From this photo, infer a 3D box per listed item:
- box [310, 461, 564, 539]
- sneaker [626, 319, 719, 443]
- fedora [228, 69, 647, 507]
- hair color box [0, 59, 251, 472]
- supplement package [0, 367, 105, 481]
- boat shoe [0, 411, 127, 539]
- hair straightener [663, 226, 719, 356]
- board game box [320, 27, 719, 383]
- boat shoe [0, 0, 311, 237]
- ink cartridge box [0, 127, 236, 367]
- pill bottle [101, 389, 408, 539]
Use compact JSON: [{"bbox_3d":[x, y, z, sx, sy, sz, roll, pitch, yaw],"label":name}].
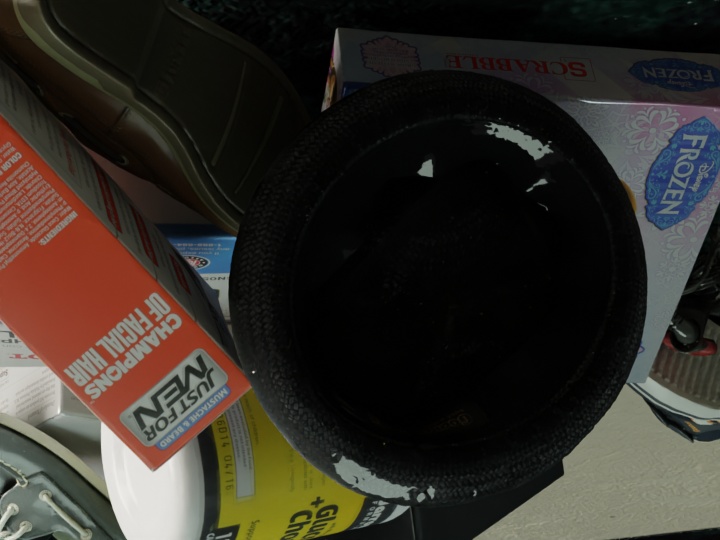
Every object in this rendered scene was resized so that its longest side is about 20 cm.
[{"bbox_3d":[0.028,0.130,1.222,0.140,0.080,0.200,1,-166,33],"label":"box"},{"bbox_3d":[0.220,0.074,1.233,0.199,0.079,0.079,14,149,-39],"label":"sneaker"},{"bbox_3d":[0.026,0.011,0.818,0.199,0.203,0.092,7,168,-21],"label":"fedora"},{"bbox_3d":[-0.137,-0.020,0.779,0.064,0.111,0.200,-41,114,3],"label":"hair color box"},{"bbox_3d":[-0.163,0.074,1.162,0.155,0.112,0.200,13,156,-33],"label":"supplement package"},{"bbox_3d":[-0.187,0.143,1.071,0.200,0.062,0.073,38,147,-24],"label":"boat shoe"},{"bbox_3d":[0.193,0.010,1.074,0.041,0.078,0.200,13,180,17],"label":"hair straightener"},{"bbox_3d":[0.071,-0.025,0.910,0.198,0.041,0.201,2,136,-10],"label":"board game box"},{"bbox_3d":[-0.090,-0.078,0.805,0.068,0.072,0.200,1,146,42],"label":"boat shoe"},{"bbox_3d":[-0.130,-0.018,0.955,0.144,0.084,0.200,0,159,-7],"label":"ink cartridge box"},{"bbox_3d":[-0.032,0.089,0.999,0.199,0.113,0.112,-8,165,-30],"label":"pill bottle"}]
